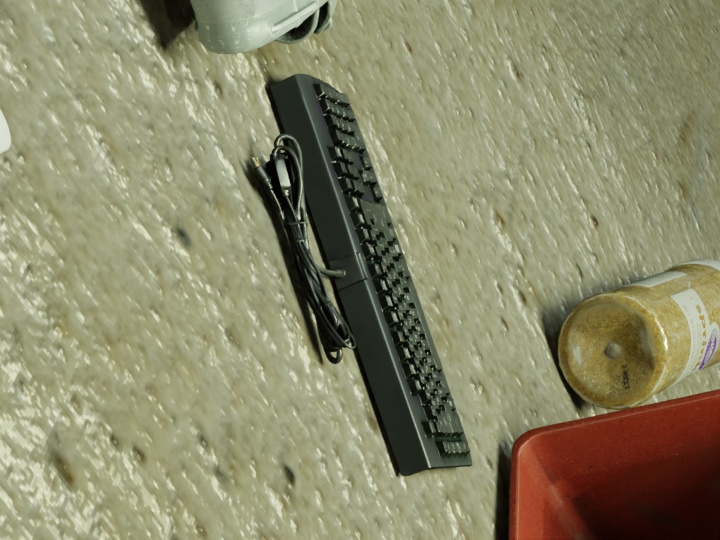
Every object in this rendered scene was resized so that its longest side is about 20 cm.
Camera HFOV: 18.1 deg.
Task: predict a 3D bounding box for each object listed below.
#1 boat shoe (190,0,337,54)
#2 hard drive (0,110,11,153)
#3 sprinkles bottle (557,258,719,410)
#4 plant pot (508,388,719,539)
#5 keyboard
[{"bbox_3d":[-0.042,-0.143,1.076,0.201,0.070,0.072,-48,135,-69],"label":"boat shoe"},{"bbox_3d":[-0.195,-0.071,0.729,0.133,0.026,0.200,63,24,-7],"label":"hard drive"},{"bbox_3d":[0.179,0.036,1.349,0.200,0.068,0.069,-14,81,-65],"label":"sprinkles bottle"},{"bbox_3d":[0.192,0.190,1.112,0.201,0.199,0.177,-83,154,-49],"label":"plant pot"},{"bbox_3d":[0.000,0.000,1.073,0.127,0.021,0.201,2,65,-64],"label":"keyboard"}]
